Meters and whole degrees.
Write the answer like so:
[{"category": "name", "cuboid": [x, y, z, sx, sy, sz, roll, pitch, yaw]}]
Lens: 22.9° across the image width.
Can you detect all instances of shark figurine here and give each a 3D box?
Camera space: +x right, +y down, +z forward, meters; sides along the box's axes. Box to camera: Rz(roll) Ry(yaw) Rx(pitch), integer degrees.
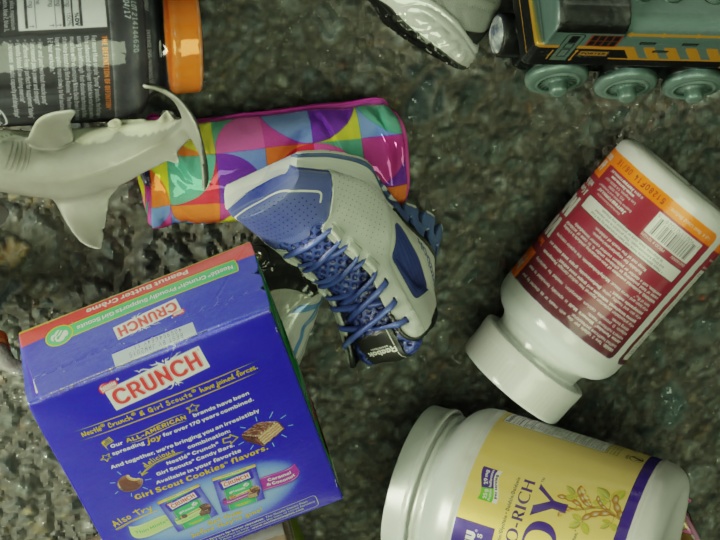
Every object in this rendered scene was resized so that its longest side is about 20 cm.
[{"category": "shark figurine", "cuboid": [-0.166, -0.061, 1.167, 0.214, 0.128, 0.090, -6, 85, 27]}]

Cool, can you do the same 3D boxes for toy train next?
[{"category": "toy train", "cuboid": [0.193, -0.171, 1.238, 0.200, 0.114, 0.085, 1, 72, -15]}]

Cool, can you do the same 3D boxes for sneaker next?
[{"category": "sneaker", "cuboid": [-0.066, 0.035, 1.319, 0.072, 0.072, 0.200, 27, 92, 8]}, {"category": "sneaker", "cuboid": [0.015, -0.222, 1.229, 0.200, 0.074, 0.079, 34, 93, -26]}, {"category": "sneaker", "cuboid": [0.000, 0.000, 1.210, 0.080, 0.115, 0.199, -24, 150, 28]}]

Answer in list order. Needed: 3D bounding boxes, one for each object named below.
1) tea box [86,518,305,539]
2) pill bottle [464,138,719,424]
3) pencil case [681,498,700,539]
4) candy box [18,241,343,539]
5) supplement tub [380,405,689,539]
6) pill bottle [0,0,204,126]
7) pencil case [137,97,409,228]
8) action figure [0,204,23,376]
[{"category": "tea box", "cuboid": [-0.118, 0.289, 1.361, 0.200, 0.134, 0.197, -23, 112, 0]}, {"category": "pill bottle", "cuboid": [0.174, 0.010, 1.318, 0.110, 0.110, 0.200, 36, 101, -20]}, {"category": "pencil case", "cuboid": [0.176, 0.236, 1.421, 0.200, 0.087, 0.083, -26, 82, 0]}, {"category": "candy box", "cuboid": [-0.119, 0.100, 1.210, 0.169, 0.077, 0.200, -20, 134, -3]}, {"category": "supplement tub", "cuboid": [0.130, 0.186, 1.324, 0.200, 0.145, 0.146, 15, 111, 18]}, {"category": "pill bottle", "cuboid": [-0.206, -0.150, 1.193, 0.200, 0.106, 0.106, -3, 111, -9]}, {"category": "pencil case", "cuboid": [-0.065, -0.077, 1.259, 0.200, 0.088, 0.089, -4, 111, -10]}, {"category": "action figure", "cuboid": [-0.320, 0.006, 1.215, 0.193, 0.105, 0.200, -8, 121, 30]}]
